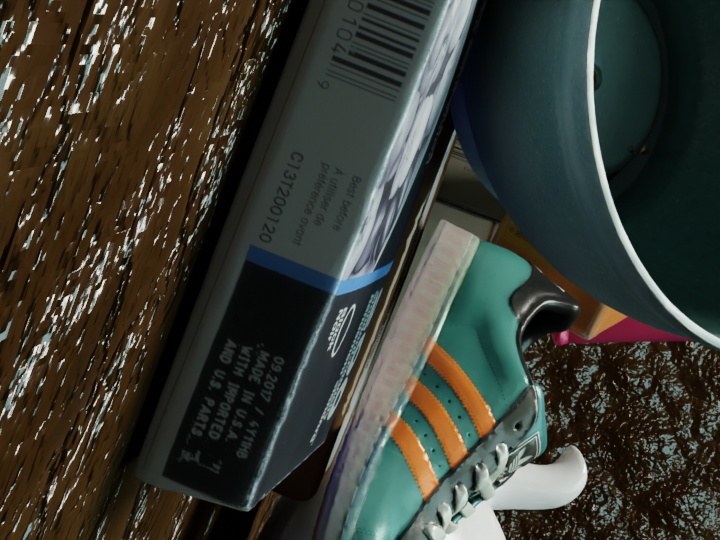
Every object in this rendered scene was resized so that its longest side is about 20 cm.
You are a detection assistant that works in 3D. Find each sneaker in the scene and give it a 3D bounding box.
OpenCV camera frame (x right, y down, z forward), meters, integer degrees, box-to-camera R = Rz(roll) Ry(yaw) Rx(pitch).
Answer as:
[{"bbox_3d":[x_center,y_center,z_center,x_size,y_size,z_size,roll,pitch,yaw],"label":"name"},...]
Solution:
[{"bbox_3d":[0.034,0.074,0.760,0.071,0.080,0.201,106,6,-63],"label":"sneaker"}]

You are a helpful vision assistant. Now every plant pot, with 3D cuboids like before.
[{"bbox_3d":[0.117,-0.072,0.692,0.134,0.200,0.201,7,-109,56],"label":"plant pot"}]

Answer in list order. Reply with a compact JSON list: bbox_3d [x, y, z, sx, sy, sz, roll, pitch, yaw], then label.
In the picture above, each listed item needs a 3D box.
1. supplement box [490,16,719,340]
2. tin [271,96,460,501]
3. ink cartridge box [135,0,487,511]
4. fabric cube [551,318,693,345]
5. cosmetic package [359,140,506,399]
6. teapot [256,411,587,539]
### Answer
[{"bbox_3d":[0.129,-0.072,0.825,0.066,0.069,0.201,-18,139,-61],"label":"supplement box"},{"bbox_3d":[0.000,0.000,0.768,0.112,0.042,0.201,-19,130,-81],"label":"tin"},{"bbox_3d":[-0.003,-0.032,0.614,0.200,0.043,0.199,-37,148,-83],"label":"ink cartridge box"},{"bbox_3d":[0.191,-0.094,0.994,0.200,0.198,0.197,-103,-165,-53],"label":"fabric cube"},{"bbox_3d":[0.039,-0.006,0.971,0.200,0.073,0.104,103,10,-51],"label":"cosmetic package"},{"bbox_3d":[0.010,0.176,0.863,0.201,0.146,0.198,-60,-178,20],"label":"teapot"}]
